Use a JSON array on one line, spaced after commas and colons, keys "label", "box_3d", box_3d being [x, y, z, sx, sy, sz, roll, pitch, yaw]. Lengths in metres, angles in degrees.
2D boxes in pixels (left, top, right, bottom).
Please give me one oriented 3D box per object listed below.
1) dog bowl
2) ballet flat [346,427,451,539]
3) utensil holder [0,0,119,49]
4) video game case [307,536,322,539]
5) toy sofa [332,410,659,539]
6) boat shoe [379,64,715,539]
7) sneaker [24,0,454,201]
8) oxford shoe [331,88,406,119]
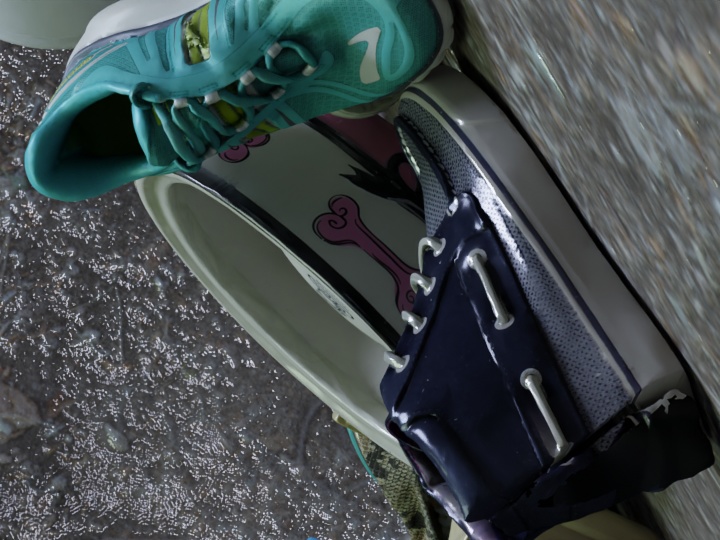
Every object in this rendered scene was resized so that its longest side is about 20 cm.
[{"label": "dog bowl", "box_3d": [0.000, 0.000, 1.084, 0.200, 0.074, 0.200, 40, 167, 11]}, {"label": "ballet flat", "box_3d": [0.051, 0.120, 1.374, 0.075, 0.068, 0.200, 13, 139, 33]}, {"label": "utensil holder", "box_3d": [-0.166, -0.214, 1.329, 0.170, 0.170, 0.200, 61, 175, 3]}, {"label": "video game case", "box_3d": [0.072, 0.190, 1.180, 0.143, 0.018, 0.200, 18, 163, 39]}, {"label": "toy sofa", "box_3d": [0.066, 0.081, 1.192, 0.083, 0.098, 0.200, 28, -170, -23]}, {"label": "boat shoe", "box_3d": [0.037, 0.012, 0.906, 0.200, 0.093, 0.075, 57, 174, 42]}, {"label": "sneaker", "box_3d": [-0.046, -0.068, 0.944, 0.200, 0.080, 0.078, -20, 117, 42]}, {"label": "oxford shoe", "box_3d": [-0.046, -0.146, 0.993, 0.200, 0.075, 0.058, 57, 174, -17]}]
